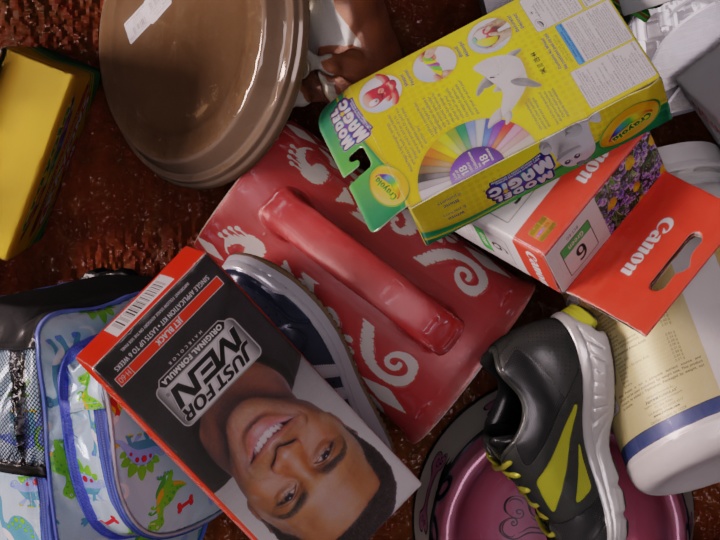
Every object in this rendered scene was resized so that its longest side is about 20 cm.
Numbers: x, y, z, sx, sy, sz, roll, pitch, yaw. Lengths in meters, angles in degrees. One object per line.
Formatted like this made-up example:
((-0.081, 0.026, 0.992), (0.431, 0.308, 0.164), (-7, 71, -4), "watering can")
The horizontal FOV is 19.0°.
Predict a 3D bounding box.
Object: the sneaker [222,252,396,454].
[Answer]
((-0.054, 0.092, 1.380), (0.109, 0.070, 0.201), (-49, 126, -29), "sneaker")

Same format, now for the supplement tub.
((0.213, 0.031, 1.405), (0.144, 0.144, 0.201), (-19, 73, 2), "supplement tub")

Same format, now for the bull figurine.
((-0.015, -0.155, 1.426), (0.065, 0.121, 0.201), (-27, 79, 41), "bull figurine")

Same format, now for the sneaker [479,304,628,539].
((0.118, 0.123, 1.384), (0.084, 0.074, 0.201), (-10, 103, -17), "sneaker")

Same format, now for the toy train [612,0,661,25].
((0.113, -0.210, 1.373), (0.199, 0.042, 0.056), (29, 120, -27), "toy train")

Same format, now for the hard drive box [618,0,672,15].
((0.240, -0.267, 1.379), (0.199, 0.077, 0.157), (-19, 95, -34), "hard drive box")

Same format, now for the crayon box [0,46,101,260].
((-0.219, -0.077, 1.387), (0.051, 0.200, 0.128), (21, 96, -2), "crayon box")

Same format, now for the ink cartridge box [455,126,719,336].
((0.128, -0.051, 1.348), (0.200, 0.050, 0.109), (31, 74, 36), "ink cartridge box")

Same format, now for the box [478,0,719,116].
((0.158, -0.194, 1.451), (0.157, 0.048, 0.201), (-14, 96, 2), "box")

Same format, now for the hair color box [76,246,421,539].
((-0.067, 0.092, 1.310), (0.102, 0.061, 0.200), (-46, 106, -9), "hair color box")

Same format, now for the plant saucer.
((-0.109, -0.153, 1.399), (0.029, 0.199, 0.201), (2, 98, -44), "plant saucer")

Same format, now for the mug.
((0.005, -0.007, 1.417), (0.200, 0.178, 0.134), (38, 61, 1), "mug")

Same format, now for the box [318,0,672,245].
((0.080, -0.098, 1.339), (0.199, 0.048, 0.118), (-26, 51, 0), "box")

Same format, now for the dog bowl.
((0.136, 0.177, 1.478), (0.199, 0.074, 0.201), (0, 97, 0), "dog bowl")

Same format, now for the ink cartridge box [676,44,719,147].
((0.304, -0.056, 1.391), (0.084, 0.146, 0.200), (-36, 112, 4), "ink cartridge box")

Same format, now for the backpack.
((-0.165, 0.112, 1.408), (0.146, 0.183, 0.201), (7, 103, 36), "backpack")
